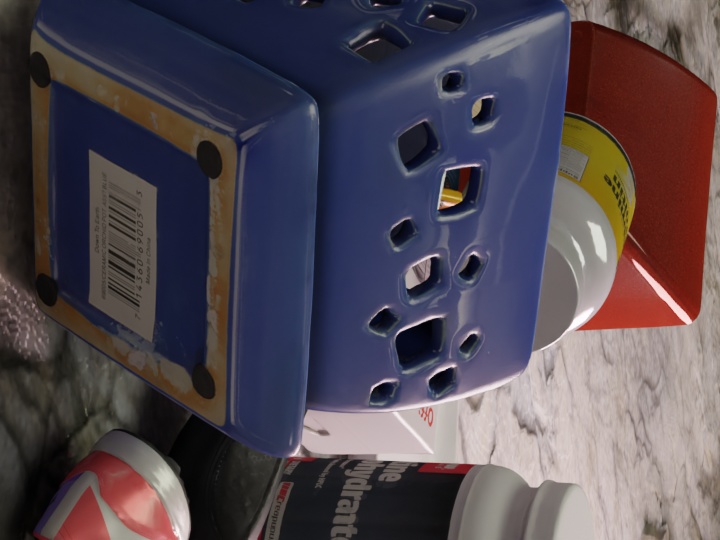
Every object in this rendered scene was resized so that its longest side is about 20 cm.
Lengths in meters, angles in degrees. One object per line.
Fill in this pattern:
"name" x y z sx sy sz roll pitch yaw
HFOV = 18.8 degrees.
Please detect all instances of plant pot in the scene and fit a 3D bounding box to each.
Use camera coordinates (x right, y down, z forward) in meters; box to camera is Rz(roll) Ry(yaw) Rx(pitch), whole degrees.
"plant pot" -0.040 -0.043 0.988 0.179 0.199 0.201 -23 129 -39
"plant pot" 0.139 -0.080 1.634 0.176 0.198 0.202 41 51 -53

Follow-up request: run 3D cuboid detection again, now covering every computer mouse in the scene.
"computer mouse" -0.065 0.076 1.159 0.201 0.052 0.138 -69 -166 -18

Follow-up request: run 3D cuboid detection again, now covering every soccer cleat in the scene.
"soccer cleat" -0.112 0.169 1.070 0.073 0.068 0.201 -43 140 -34

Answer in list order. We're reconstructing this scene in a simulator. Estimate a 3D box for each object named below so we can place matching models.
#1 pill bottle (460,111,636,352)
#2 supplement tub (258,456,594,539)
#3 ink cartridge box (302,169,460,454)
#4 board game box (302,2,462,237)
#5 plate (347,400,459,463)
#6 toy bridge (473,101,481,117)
"pill bottle" 0.113 -0.022 1.390 0.200 0.111 0.113 -60 146 -65
"supplement tub" 0.026 0.180 1.254 0.140 0.198 0.142 1 90 -72
"ink cartridge box" 0.000 0.000 1.351 0.146 0.085 0.202 51 41 -65
"board game box" 0.001 -0.114 1.153 0.026 0.199 0.202 11 91 -36
"plate" 0.027 0.145 1.524 0.200 0.032 0.201 26 66 -70
"toy bridge" -0.007 -0.142 1.268 0.200 0.027 0.067 40 77 -22
